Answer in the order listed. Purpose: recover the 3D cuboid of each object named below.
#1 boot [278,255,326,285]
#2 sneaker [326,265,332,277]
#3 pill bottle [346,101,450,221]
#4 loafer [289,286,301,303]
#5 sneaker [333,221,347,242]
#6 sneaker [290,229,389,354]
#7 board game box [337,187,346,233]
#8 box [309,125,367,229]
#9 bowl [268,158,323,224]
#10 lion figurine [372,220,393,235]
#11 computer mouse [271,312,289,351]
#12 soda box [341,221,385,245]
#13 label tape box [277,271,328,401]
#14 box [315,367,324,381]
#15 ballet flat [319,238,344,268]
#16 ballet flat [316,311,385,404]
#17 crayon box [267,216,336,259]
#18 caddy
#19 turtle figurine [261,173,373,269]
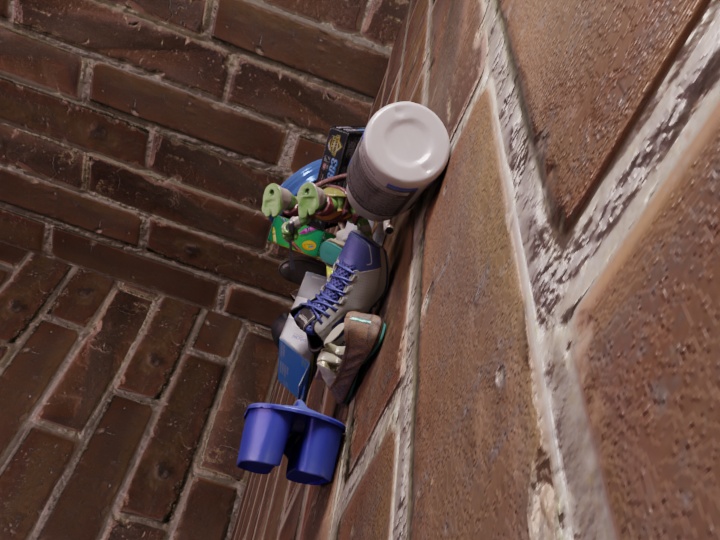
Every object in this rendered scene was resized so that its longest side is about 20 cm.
[{"bbox_3d":[-0.109,0.056,1.475,0.201,0.180,0.073,-73,-13,-49],"label":"boot"},{"bbox_3d":[-0.033,0.054,1.337,0.200,0.075,0.106,-88,-1,-67],"label":"sneaker"},{"bbox_3d":[0.042,-0.139,0.958,0.200,0.113,0.115,133,155,-74],"label":"pill bottle"},{"bbox_3d":[-0.092,0.114,1.329,0.073,0.071,0.201,83,172,-53],"label":"loafer"},{"bbox_3d":[0.002,-0.116,1.347,0.081,0.088,0.201,119,168,-58],"label":"sneaker"},{"bbox_3d":[-0.035,0.047,1.013,0.080,0.115,0.201,34,119,38],"label":"sneaker"},{"bbox_3d":[0.009,-0.122,1.456,0.158,0.039,0.201,-41,-33,-51],"label":"board game box"},{"bbox_3d":[-0.024,-0.194,1.425,0.198,0.049,0.201,-27,-44,-63],"label":"box"},{"bbox_3d":[-0.107,-0.158,1.494,0.200,0.039,0.201,-34,-18,-12],"label":"bowl"},{"bbox_3d":[0.044,-0.159,1.151,0.201,0.072,0.123,-60,25,28],"label":"lion figurine"},{"bbox_3d":[-0.139,0.149,1.422,0.139,0.052,0.200,60,178,20],"label":"computer mouse"},{"bbox_3d":[0.031,-0.139,1.260,0.068,0.063,0.201,175,114,-76],"label":"soda box"},{"bbox_3d":[-0.096,0.126,1.137,0.144,0.066,0.201,102,-172,-54],"label":"label tape box"},{"bbox_3d":[-0.030,0.115,1.182,0.039,0.041,0.201,-78,9,-51],"label":"box"},{"bbox_3d":[-0.007,-0.014,1.218,0.200,0.062,0.068,38,115,56],"label":"ballet flat"},{"bbox_3d":[-0.024,0.121,0.988,0.068,0.067,0.201,-78,9,-45],"label":"ballet flat"},{"bbox_3d":[-0.098,-0.059,1.481,0.200,0.118,0.059,18,-90,-70],"label":"crayon box"},{"bbox_3d":[-0.100,0.236,0.986,0.200,0.140,0.106,125,160,-65],"label":"caddy"},{"bbox_3d":[-0.061,-0.059,1.077,0.201,0.144,0.194,-55,-30,10],"label":"turtle figurine"}]
